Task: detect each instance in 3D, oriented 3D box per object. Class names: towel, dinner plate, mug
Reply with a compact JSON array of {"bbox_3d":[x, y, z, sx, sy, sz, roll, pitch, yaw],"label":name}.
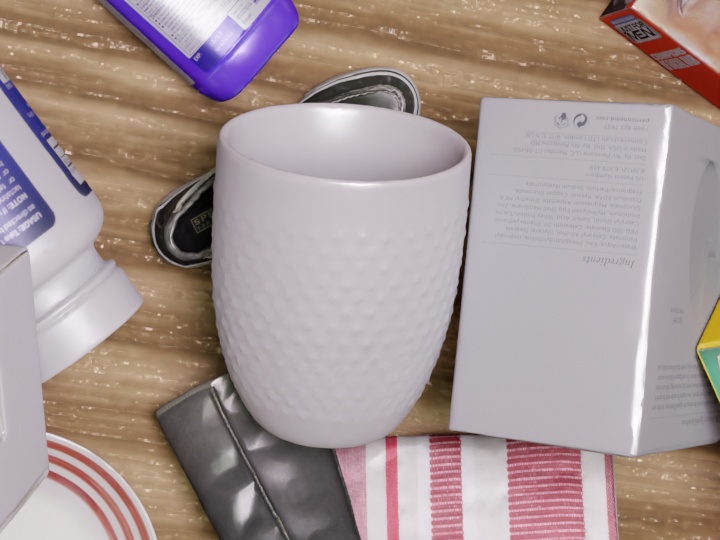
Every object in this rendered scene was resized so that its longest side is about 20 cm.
[{"bbox_3d":[0.067,0.178,1.198,0.199,0.023,0.145,-1,76,-3],"label":"towel"},{"bbox_3d":[-0.222,0.197,1.156,0.199,0.024,0.201,-1,92,-15],"label":"dinner plate"},{"bbox_3d":[0.000,0.000,1.114,0.200,0.147,0.176,-24,125,-50],"label":"mug"}]

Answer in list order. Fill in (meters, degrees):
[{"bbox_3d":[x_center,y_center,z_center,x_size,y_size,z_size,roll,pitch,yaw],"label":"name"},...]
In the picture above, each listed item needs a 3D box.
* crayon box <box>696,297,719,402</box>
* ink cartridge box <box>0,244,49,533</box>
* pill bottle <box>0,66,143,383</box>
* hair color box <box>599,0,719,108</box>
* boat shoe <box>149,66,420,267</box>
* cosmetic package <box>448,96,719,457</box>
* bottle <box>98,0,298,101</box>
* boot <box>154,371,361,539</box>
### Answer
[{"bbox_3d":[0.298,0.080,1.205,0.201,0.058,0.173,62,36,-21],"label":"crayon box"},{"bbox_3d":[-0.283,0.060,1.045,0.199,0.085,0.145,5,113,15],"label":"ink cartridge box"},{"bbox_3d":[-0.223,-0.035,1.102,0.120,0.120,0.200,-37,99,-11],"label":"pill bottle"},{"bbox_3d":[0.276,-0.160,1.259,0.200,0.064,0.111,34,83,-12],"label":"hair color box"},{"bbox_3d":[-0.040,-0.063,1.177,0.200,0.064,0.071,-35,99,-11],"label":"boat shoe"},{"bbox_3d":[0.151,0.006,1.147,0.122,0.199,0.201,4,89,24],"label":"cosmetic package"},{"bbox_3d":[-0.133,-0.195,1.150,0.200,0.065,0.084,41,81,-12],"label":"bottle"},{"bbox_3d":[-0.075,0.170,1.145,0.181,0.073,0.201,-26,86,-22],"label":"boot"}]
